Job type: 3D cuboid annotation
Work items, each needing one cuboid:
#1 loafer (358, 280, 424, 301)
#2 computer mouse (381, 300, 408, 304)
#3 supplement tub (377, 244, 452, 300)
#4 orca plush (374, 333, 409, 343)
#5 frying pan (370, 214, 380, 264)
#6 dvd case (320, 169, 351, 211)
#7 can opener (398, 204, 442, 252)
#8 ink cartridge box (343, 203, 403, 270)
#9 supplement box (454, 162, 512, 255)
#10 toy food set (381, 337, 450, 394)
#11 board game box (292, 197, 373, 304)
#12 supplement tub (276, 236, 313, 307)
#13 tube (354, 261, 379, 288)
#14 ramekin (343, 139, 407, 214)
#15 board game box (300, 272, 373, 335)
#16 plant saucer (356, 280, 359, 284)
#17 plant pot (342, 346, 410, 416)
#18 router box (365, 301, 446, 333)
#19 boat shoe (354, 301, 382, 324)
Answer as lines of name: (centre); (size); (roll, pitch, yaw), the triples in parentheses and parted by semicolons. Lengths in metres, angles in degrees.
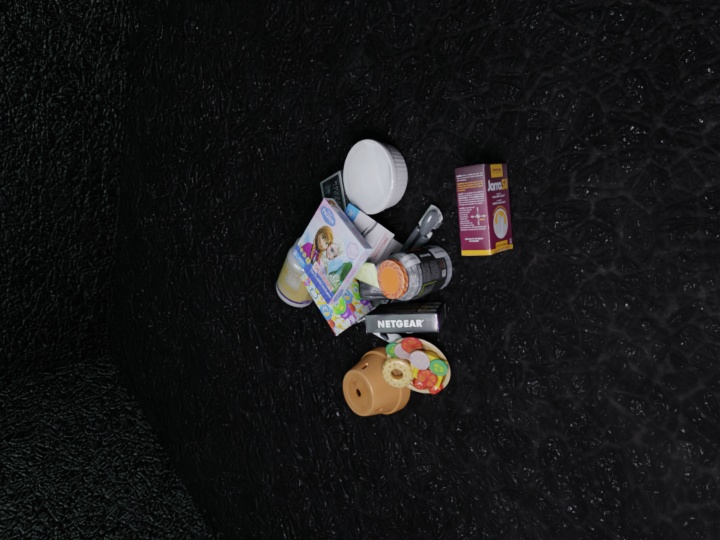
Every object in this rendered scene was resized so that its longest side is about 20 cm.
loafer: (0.090, 0.046, 1.508); (0.193, 0.068, 0.073); (0, 102, 4)
computer mouse: (0.096, 0.098, 1.567); (0.203, 0.108, 0.044); (56, 159, 11)
supplement tub: (0.141, 0.006, 1.410); (0.120, 0.196, 0.127); (12, 108, 43)
orca plush: (0.114, 0.186, 1.579); (0.197, 0.104, 0.073); (25, 85, 43)
frying pan: (0.049, -0.086, 1.587); (0.195, 0.112, 0.031); (-65, 7, -11)
dvd case: (-0.075, -0.216, 1.669); (0.199, 0.024, 0.156); (176, 84, -70)
can opener: (0.155, -0.094, 1.469); (0.054, 0.066, 0.202); (53, 132, 24)
ink cartridge box: (0.019, -0.081, 1.525); (0.197, 0.068, 0.118); (33, 86, 2)
supplement box: (0.294, -0.146, 1.277); (0.084, 0.108, 0.208); (1, 100, 45)
toy food set: (0.157, 0.269, 1.510); (0.195, 0.049, 0.203); (22, 128, 14)
board game box: (-0.082, -0.052, 1.463); (0.201, 0.040, 0.202); (50, 121, 26)
supplement tub: (-0.193, 0.004, 1.809); (0.146, 0.143, 0.203); (49, 130, 26)
tube: (0.000, 0.000, 1.473); (0.198, 0.057, 0.054); (20, 89, 59)
ramekin: (0.049, -0.266, 1.524); (0.199, 0.092, 0.210); (14, 109, 45)
board game box: (-0.070, 0.066, 1.582); (0.104, 0.102, 0.203); (-37, 84, 36)
plant saucer: (-0.042, 0.023, 1.681); (0.197, 0.034, 0.208); (-19, 63, 44)
plant pot: (0.038, 0.354, 1.647); (0.196, 0.137, 0.208); (15, 111, 44)
router box: (0.124, 0.125, 1.440); (0.193, 0.149, 0.053); (-3, 97, 19)
boat shoe: (0.021, 0.127, 1.666); (0.197, 0.075, 0.062); (-12, 110, 50)
